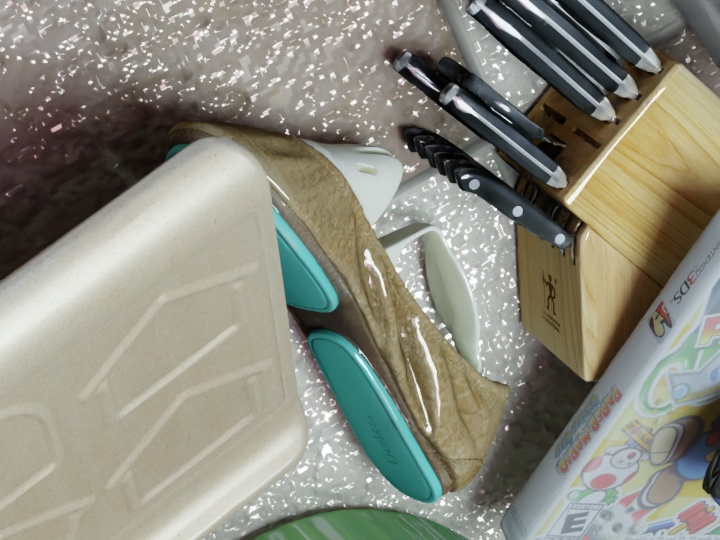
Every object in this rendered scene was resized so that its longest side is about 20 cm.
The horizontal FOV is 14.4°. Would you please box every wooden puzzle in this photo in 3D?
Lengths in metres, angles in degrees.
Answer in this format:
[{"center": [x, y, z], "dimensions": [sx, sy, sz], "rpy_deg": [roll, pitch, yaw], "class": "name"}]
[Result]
[{"center": [-0.106, 0.054, 1.014], "dimensions": [0.185, 0.046, 0.200], "rpy_deg": [-38, 151, -17], "class": "wooden puzzle"}]

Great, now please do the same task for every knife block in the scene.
[{"center": [0.114, -0.054, 1.094], "dimensions": [0.199, 0.064, 0.176], "rpy_deg": [-10, 114, -19], "class": "knife block"}]

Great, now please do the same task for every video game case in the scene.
[{"center": [0.177, 0.050, 1.126], "dimensions": [0.199, 0.023, 0.182], "rpy_deg": [4, 133, -33], "class": "video game case"}]

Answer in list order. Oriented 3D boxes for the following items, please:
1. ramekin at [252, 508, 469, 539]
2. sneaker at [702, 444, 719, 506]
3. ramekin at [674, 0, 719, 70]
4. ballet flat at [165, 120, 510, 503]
[{"center": [0.003, 0.192, 1.124], "dimensions": [0.199, 0.098, 0.201], "rpy_deg": [-8, 113, -19], "class": "ramekin"}, {"center": [0.221, 0.071, 1.094], "dimensions": [0.199, 0.079, 0.075], "rpy_deg": [-5, 138, -26], "class": "sneaker"}, {"center": [0.161, -0.126, 1.015], "dimensions": [0.098, 0.201, 0.201], "rpy_deg": [-33, 119, 0], "class": "ramekin"}, {"center": [0.000, 0.000, 1.074], "dimensions": [0.072, 0.068, 0.200], "rpy_deg": [-49, 122, -22], "class": "ballet flat"}]
